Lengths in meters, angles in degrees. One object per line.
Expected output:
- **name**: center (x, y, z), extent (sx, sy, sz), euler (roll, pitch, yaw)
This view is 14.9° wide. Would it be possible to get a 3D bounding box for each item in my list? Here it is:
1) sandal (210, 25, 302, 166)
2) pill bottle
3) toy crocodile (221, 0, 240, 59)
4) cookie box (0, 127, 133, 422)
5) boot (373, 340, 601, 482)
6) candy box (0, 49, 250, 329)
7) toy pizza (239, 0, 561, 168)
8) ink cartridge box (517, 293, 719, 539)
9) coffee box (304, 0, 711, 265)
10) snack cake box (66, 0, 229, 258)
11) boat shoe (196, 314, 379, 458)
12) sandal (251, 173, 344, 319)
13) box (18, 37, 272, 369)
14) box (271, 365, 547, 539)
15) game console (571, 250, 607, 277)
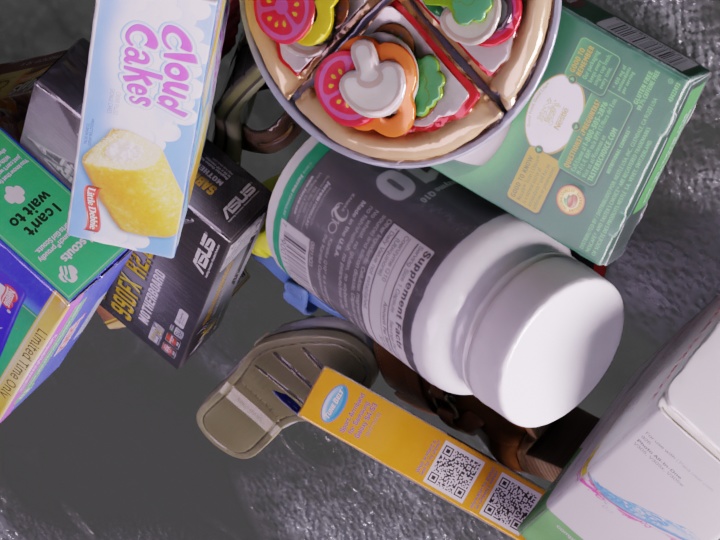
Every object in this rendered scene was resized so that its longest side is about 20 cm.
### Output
- **sandal**: center (-0.057, -0.103, 1.688), extent (0.057, 0.080, 0.201), euler (18, 151, -2)
- **pill bottle**: center (0.048, 0.000, 1.565), extent (0.200, 0.113, 0.113), euler (36, 150, 37)
- **toy crocodile**: center (-0.092, -0.168, 1.635), extent (0.062, 0.068, 0.200), euler (36, 144, 14)
- **cookie box**: center (-0.264, -0.021, 1.763), extent (0.200, 0.075, 0.171), euler (41, 141, 3)
- **boot**: center (0.075, 0.053, 1.719), extent (0.155, 0.077, 0.200), euler (24, 159, 35)
- **candy box**: center (-0.175, -0.054, 1.869), extent (0.115, 0.055, 0.200), euler (-5, 126, 49)
- **toy pizza**: center (0.015, -0.154, 1.486), extent (0.200, 0.032, 0.200), euler (5, 101, 29)
- **ink cartridge box**: center (0.193, 0.092, 1.573), extent (0.088, 0.145, 0.200), euler (40, 147, 3)
- **coffee box**: center (0.079, -0.105, 1.512), extent (0.200, 0.044, 0.123), euler (30, 113, 16)
- **snack cake box**: center (-0.115, -0.120, 1.550), extent (0.067, 0.115, 0.200), euler (13, 136, 0)
- **boat shoe**: center (-0.042, 0.064, 1.855), extent (0.075, 0.068, 0.200), euler (46, 145, -11)
- **sandal**: center (0.000, 0.000, 1.727), extent (0.200, 0.079, 0.087), euler (26, 152, 52)
- **box**: center (-0.145, -0.038, 1.745), extent (0.158, 0.048, 0.200), euler (39, 152, 5)
- **box**: center (0.041, 0.115, 1.713), extent (0.200, 0.041, 0.119), euler (31, 177, 8)
- **game console**: center (0.068, -0.081, 1.617), extent (0.200, 0.031, 0.177), euler (33, 152, 16)
